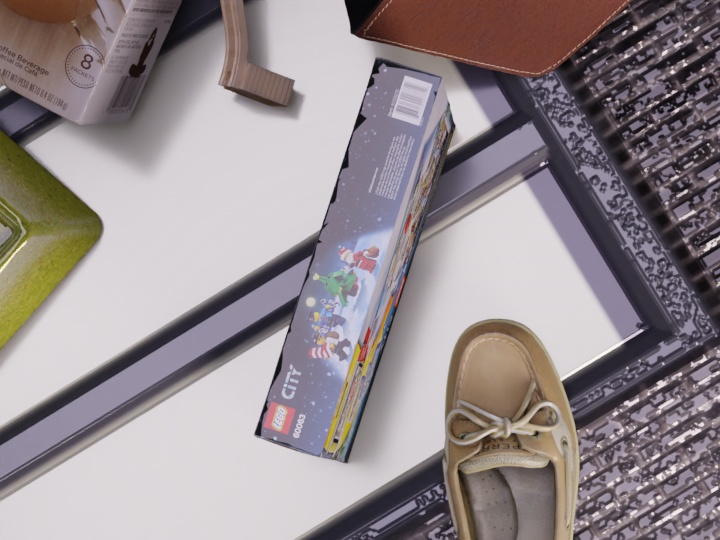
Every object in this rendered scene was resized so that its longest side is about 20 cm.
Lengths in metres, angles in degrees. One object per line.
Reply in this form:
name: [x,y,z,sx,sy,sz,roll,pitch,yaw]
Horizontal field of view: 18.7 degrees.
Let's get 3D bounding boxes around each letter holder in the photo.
letter holder: [0.095,-0.207,1.148,0.142,0.200,0.101,10,51,-33]

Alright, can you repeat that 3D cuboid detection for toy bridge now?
toy bridge: [-0.043,-0.196,1.212,0.067,0.027,0.201,18,90,-28]

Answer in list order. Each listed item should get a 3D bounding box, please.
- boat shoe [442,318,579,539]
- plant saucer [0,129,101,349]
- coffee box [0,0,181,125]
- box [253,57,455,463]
boat shoe: [0.080,0.124,1.164,0.073,0.063,0.202,-1,83,6]
plant saucer: [-0.276,-0.016,1.193,0.200,0.048,0.200,42,83,-8]
coffee box: [-0.145,-0.193,1.182,0.114,0.080,0.201,27,101,11]
box: [0.000,0.000,1.151,0.038,0.137,0.201,17,85,6]
